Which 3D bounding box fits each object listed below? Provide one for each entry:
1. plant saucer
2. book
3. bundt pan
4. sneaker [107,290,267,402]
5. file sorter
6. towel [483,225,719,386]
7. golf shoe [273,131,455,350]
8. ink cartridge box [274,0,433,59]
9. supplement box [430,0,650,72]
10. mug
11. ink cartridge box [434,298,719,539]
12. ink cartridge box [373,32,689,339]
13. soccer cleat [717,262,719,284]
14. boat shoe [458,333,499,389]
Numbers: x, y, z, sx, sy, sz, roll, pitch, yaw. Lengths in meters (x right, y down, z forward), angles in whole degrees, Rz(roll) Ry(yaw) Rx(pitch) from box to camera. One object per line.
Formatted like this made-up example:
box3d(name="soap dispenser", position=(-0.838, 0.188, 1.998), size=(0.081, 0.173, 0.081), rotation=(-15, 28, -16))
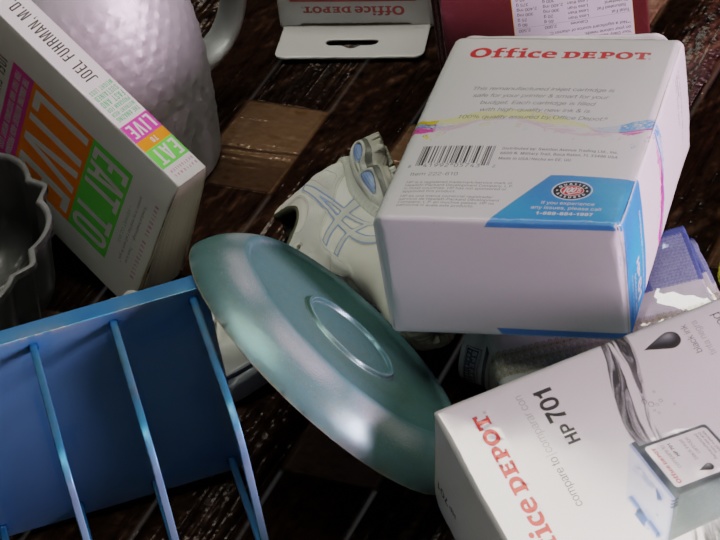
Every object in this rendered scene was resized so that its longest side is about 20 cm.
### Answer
box3d(name="plant saucer", position=(-0.013, 0.045, 1.543), size=(0.027, 0.200, 0.200), rotation=(-47, 35, 14))
box3d(name="book", position=(-0.185, -0.089, 1.725), size=(0.200, 0.134, 0.048), rotation=(43, 56, 14))
box3d(name="bundt pan", position=(-0.280, 0.011, 1.717), size=(0.200, 0.076, 0.203), rotation=(-8, 40, 6))
box3d(name="sneaker", position=(-0.120, 0.047, 1.648), size=(0.199, 0.071, 0.073), rotation=(-23, 38, -19))
box3d(name="file sorter", position=(-0.158, 0.116, 1.503), size=(0.199, 0.139, 0.123), rotation=(-16, 40, -6))
box3d(name="towel", position=(0.154, 0.069, 1.558), size=(0.146, 0.024, 0.201), rotation=(-14, 53, -7))
box3d(name="golf shoe", position=(0.000, 0.000, 1.704), size=(0.097, 0.079, 0.200), rotation=(-27, 31, 4))
box3d(name="ink cartridge box", position=(0.003, -0.235, 2.006), size=(0.115, 0.067, 0.201), rotation=(0, 37, 10))
box3d(name="supplement box", position=(0.112, -0.185, 1.802), size=(0.132, 0.201, 0.198), rotation=(-8, 36, 1))
box3d(name="mug", position=(-0.158, -0.157, 1.843), size=(0.199, 0.176, 0.147), rotation=(-31, 42, -28))
box3d(name="ink cartridge box", position=(0.156, 0.115, 1.456), size=(0.199, 0.086, 0.147), rotation=(-20, 54, -13))
box3d(name="ink cartridge box", position=(0.105, -0.052, 1.598), size=(0.144, 0.085, 0.200), rotation=(2, 37, 18))
box3d(name="soccer cleat", position=(0.300, -0.042, 1.669), size=(0.199, 0.084, 0.065), rotation=(-22, 38, -17))
box3d(name="boat shoe", position=(0.132, 0.005, 1.659), size=(0.069, 0.071, 0.200), rotation=(21, 46, 19))
